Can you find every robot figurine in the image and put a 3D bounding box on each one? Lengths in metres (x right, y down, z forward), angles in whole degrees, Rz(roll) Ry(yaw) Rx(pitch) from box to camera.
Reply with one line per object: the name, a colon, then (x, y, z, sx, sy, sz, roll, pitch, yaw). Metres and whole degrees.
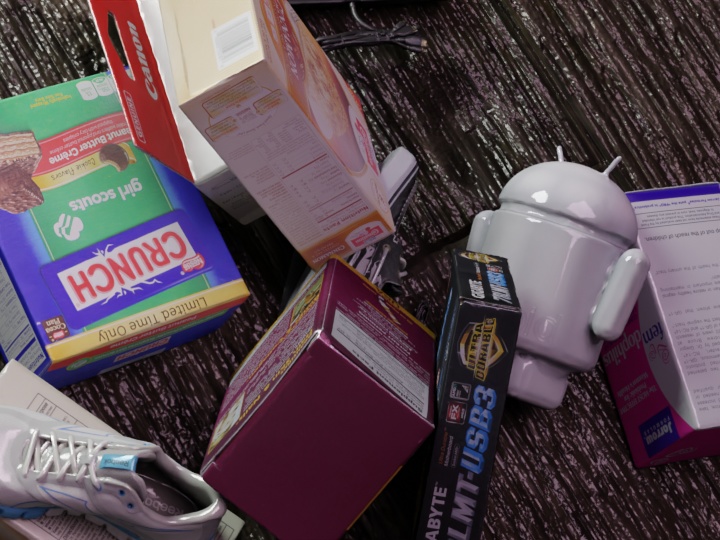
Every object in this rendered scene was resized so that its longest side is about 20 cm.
robot figurine: (0.146, 0.003, 1.571, 0.113, 0.169, 0.202, 22, 85, -51)

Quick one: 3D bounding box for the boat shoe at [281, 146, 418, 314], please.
boat shoe: (0.000, 0.000, 1.545, 0.071, 0.072, 0.201, 34, 70, -8)

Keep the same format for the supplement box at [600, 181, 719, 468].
supplement box: (0.255, 0.044, 1.633, 0.103, 0.101, 0.201, -7, 69, -28)

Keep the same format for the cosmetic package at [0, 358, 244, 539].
cosmetic package: (-0.192, 0.165, 1.392, 0.199, 0.071, 0.105, 37, 58, -5)

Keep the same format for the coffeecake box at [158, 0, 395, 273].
coffeecake box: (-0.062, -0.121, 1.472, 0.200, 0.073, 0.154, 52, 17, -44)

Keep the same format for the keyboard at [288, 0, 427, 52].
keyboard: (-0.013, -0.230, 1.680, 0.198, 0.021, 0.128, -6, 66, -25)

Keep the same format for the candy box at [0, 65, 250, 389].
candy box: (-0.202, -0.031, 1.475, 0.168, 0.077, 0.201, -19, 77, -33)

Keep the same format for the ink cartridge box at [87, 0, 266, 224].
ink cartridge box: (-0.134, -0.152, 1.506, 0.044, 0.176, 0.201, -26, 65, 14)

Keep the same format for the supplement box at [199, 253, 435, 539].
supplement box: (-0.024, 0.089, 1.390, 0.103, 0.131, 0.200, 39, 14, -8)

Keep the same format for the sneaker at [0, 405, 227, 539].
sneaker: (-0.176, 0.128, 1.323, 0.199, 0.087, 0.076, 18, 63, -15)

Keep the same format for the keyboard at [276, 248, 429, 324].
keyboard: (-0.002, 0.045, 1.565, 0.126, 0.021, 0.201, 20, 61, -14)

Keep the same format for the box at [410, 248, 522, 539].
box: (0.071, 0.099, 1.422, 0.049, 0.199, 0.202, 9, 101, -1)
